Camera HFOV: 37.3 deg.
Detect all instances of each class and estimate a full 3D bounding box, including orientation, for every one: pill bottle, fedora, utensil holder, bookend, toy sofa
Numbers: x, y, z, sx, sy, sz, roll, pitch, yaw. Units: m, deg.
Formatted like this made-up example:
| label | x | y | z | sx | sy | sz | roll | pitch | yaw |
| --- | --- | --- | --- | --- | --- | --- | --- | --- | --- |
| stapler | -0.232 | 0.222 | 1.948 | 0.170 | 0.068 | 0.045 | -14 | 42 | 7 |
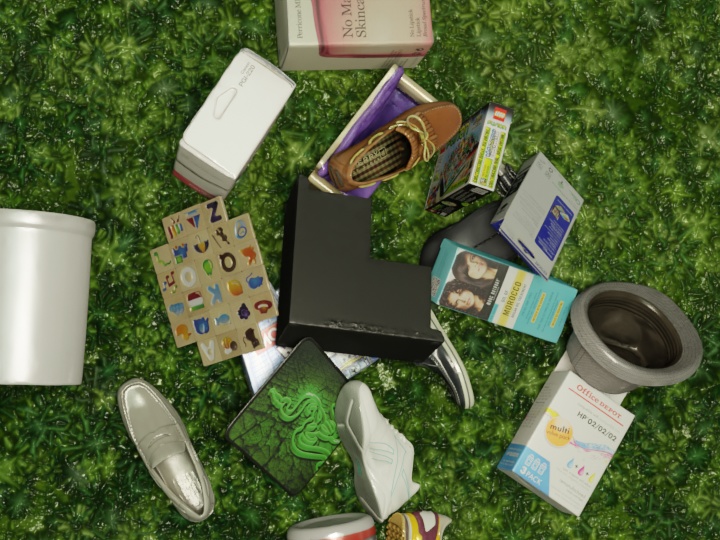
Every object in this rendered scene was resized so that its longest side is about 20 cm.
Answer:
| label | x | y | z | sx | sy | sz | roll | pitch | yaw |
| --- | --- | --- | --- | --- | --- | --- | --- | --- | --- |
| pill bottle | -0.025 | 0.418 | 1.352 | 0.115 | 0.116 | 0.202 | -7 | 86 | -12 |
| fedora | 0.359 | 0.105 | 1.460 | 0.199 | 0.091 | 0.177 | -10 | 54 | -37 |
| utensil holder | -0.413 | 0.036 | 1.293 | 0.168 | 0.170 | 0.202 | 3 | 85 | -11 |
| bookend | 0.000 | 0.000 | 1.363 | 0.197 | 0.092 | 0.202 | 7 | 67 | -13 |
| toy sofa | 0.017 | -0.173 | 1.437 | 0.083 | 0.098 | 0.201 | 37 | 77 | -5 |

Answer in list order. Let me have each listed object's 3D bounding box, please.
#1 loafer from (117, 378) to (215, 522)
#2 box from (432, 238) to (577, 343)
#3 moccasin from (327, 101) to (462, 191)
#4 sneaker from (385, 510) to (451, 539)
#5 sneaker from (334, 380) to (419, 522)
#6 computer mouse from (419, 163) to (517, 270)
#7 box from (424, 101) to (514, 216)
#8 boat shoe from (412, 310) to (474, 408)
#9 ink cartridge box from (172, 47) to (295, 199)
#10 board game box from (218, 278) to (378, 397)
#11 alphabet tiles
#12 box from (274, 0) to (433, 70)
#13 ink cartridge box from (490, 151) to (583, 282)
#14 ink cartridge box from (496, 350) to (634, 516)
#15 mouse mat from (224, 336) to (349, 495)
| label | x | y | z | sx | sy | sz | roll | pitch | yaw |
| --- | --- | --- | --- | --- | --- | --- | --- | --- | --- |
| loafer | -0.245 | 0.226 | 1.353 | 0.070 | 0.070 | 0.201 | -33 | 91 | -13 |
| box | 0.190 | 0.029 | 1.438 | 0.198 | 0.049 | 0.083 | 18 | 98 | -24 |
| moccasin | 0.053 | -0.163 | 1.376 | 0.200 | 0.078 | 0.074 | -24 | 110 | -25 |
| sneaker | 0.081 | 0.418 | 1.396 | 0.089 | 0.075 | 0.202 | 4 | 90 | -20 |
| sneaker | 0.022 | 0.226 | 1.396 | 0.080 | 0.070 | 0.202 | -25 | 115 | -26 |
| computer mouse | 0.171 | -0.049 | 1.475 | 0.199 | 0.053 | 0.139 | -35 | 92 | -13 |
| box | 0.140 | -0.142 | 1.404 | 0.034 | 0.200 | 0.111 | 17 | 80 | -10 |
| boat shoe | 0.088 | 0.102 | 1.434 | 0.062 | 0.075 | 0.201 | -31 | 87 | -5 |
| ink cartridge box | -0.164 | -0.177 | 1.348 | 0.084 | 0.200 | 0.146 | 33 | 79 | -6 |
| board game box | -0.094 | 0.074 | 1.405 | 0.199 | 0.062 | 0.201 | -31 | 91 | -13 |
| alphabet tiles | -0.190 | 0.015 | 1.367 | 0.165 | 0.006 | 0.202 | -18 | 86 | 28 |
| box | -0.012 | -0.349 | 1.444 | 0.198 | 0.109 | 0.129 | -4 | 85 | -12 |
| ink cartridge box | 0.235 | -0.069 | 1.441 | 0.100 | 0.039 | 0.200 | 47 | 42 | -11 |
| ink cartridge box | 0.291 | 0.217 | 1.461 | 0.115 | 0.068 | 0.201 | 34 | 78 | -6 |
| mouse mat | -0.075 | 0.189 | 1.353 | 0.008 | 0.200 | 0.161 | 31 | 75 | 39 |
